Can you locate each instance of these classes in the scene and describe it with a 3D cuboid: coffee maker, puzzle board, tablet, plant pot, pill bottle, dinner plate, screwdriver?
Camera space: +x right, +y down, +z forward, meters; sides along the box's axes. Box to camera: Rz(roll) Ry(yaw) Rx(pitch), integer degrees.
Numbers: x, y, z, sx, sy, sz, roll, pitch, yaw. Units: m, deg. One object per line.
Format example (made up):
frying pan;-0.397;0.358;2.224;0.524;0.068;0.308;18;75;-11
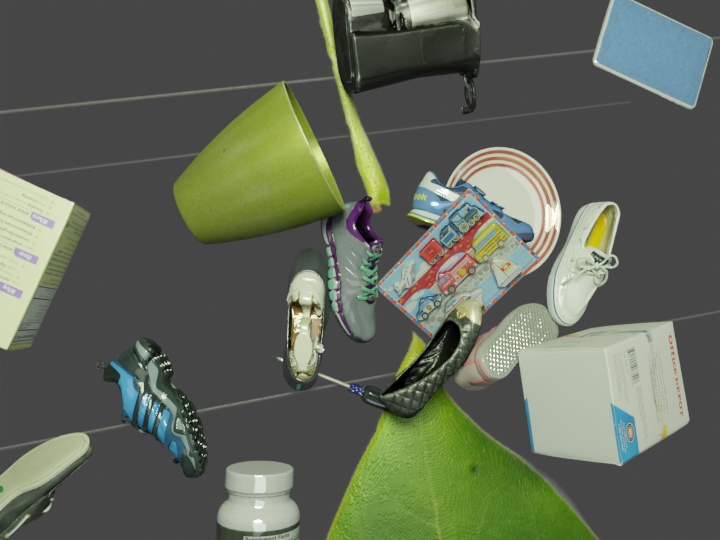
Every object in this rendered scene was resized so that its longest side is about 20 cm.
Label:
coffee maker;0.068;-0.318;0.959;0.194;0.135;0.198;-14;89;-10
puzzle board;0.139;0.005;0.952;0.150;0.017;0.200;40;111;-12
tablet;0.487;-0.364;1.098;0.195;0.014;0.133;21;83;-7
plant pot;-0.146;-0.122;0.898;0.196;0.187;0.191;-26;91;4
pill bottle;-0.138;0.370;0.886;0.112;0.116;0.207;2;85;-10
dinner plate;0.218;-0.088;1.026;0.194;0.024;0.207;1;86;-11
screwdriver;-0.031;0.165;0.963;0.195;0.029;0.029;21;101;-8

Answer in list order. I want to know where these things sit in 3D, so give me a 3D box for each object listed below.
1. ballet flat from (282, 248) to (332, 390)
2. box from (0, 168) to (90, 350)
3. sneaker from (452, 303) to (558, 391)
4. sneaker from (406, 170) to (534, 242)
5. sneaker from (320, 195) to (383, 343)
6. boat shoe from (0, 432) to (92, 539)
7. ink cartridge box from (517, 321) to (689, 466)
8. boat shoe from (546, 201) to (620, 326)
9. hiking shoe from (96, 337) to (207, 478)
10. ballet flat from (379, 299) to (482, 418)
ballet flat;-0.075;0.066;0.934;0.071;0.073;0.206;6;81;-9
box;-0.483;-0.026;0.860;0.172;0.097;0.205;23;82;-8
sneaker;0.211;0.117;0.995;0.198;0.104;0.077;-26;81;-40
sneaker;0.169;-0.088;0.971;0.194;0.074;0.085;14;82;-9
sneaker;0.000;0.000;0.939;0.073;0.086;0.206;-12;88;-48
boat shoe;-0.439;0.294;0.873;0.199;0.071;0.069;-39;130;-17
ink cartridge box;0.346;0.166;0.935;0.196;0.143;0.152;-8;88;-39
boat shoe;0.353;-0.013;1.006;0.073;0.086;0.206;28;77;-12
hiking shoe;-0.277;0.197;0.902;0.085;0.074;0.203;-29;82;-3
ballet flat;0.105;0.123;0.935;0.057;0.066;0.202;38;88;-32
